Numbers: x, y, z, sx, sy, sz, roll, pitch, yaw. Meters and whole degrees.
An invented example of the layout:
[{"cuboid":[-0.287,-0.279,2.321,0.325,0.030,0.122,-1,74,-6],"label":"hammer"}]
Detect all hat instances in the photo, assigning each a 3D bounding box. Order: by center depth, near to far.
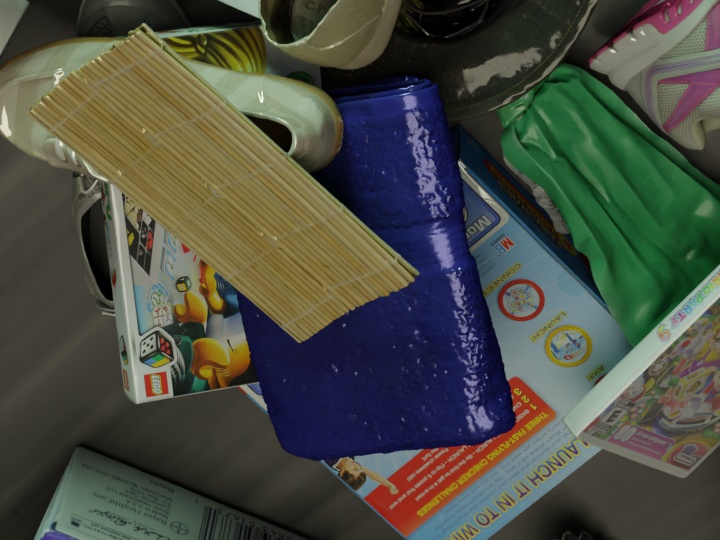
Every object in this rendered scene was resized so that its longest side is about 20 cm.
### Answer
[{"cuboid":[0.056,-0.182,1.198,0.200,0.081,0.201,4,99,22],"label":"hat"}]

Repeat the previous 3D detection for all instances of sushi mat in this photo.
[{"cuboid":[-0.068,-0.040,1.128,0.200,0.012,0.096,42,136,-24],"label":"sushi mat"}]

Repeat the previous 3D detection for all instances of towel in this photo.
[{"cuboid":[0.000,0.000,1.204,0.147,0.050,0.201,-7,105,27],"label":"towel"}]

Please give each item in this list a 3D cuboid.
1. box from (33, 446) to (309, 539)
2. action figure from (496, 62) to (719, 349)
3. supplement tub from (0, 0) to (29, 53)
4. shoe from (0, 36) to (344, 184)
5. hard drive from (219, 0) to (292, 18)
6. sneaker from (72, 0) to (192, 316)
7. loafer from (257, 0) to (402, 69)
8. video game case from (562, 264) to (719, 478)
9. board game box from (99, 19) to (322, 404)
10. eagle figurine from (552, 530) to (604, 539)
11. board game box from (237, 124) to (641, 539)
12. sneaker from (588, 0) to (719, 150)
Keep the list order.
[{"cuboid":[-0.139,0.244,1.415,0.183,0.105,0.200,23,116,-7],"label":"box"},{"cuboid":[0.139,-0.048,1.264,0.200,0.055,0.118,45,79,-21],"label":"action figure"},{"cuboid":[-0.296,-0.140,1.214,0.200,0.146,0.146,28,115,-10],"label":"supplement tub"},{"cuboid":[-0.110,-0.080,1.158,0.199,0.053,0.070,6,110,18],"label":"shoe"},{"cuboid":[-0.074,-0.245,1.177,0.132,0.027,0.201,27,121,30],"label":"hard drive"},{"cuboid":[-0.128,-0.067,1.273,0.074,0.082,0.201,1,116,3],"label":"sneaker"},{"cuboid":[-0.004,-0.190,1.120,0.076,0.068,0.201,24,118,27],"label":"loafer"},{"cuboid":[0.220,0.035,1.276,0.200,0.018,0.143,-46,146,15],"label":"video game case"},{"cuboid":[-0.079,-0.035,1.244,0.126,0.035,0.201,-9,101,-17],"label":"board game box"},{"cuboid":[0.108,0.271,1.418,0.151,0.151,0.201,-16,84,-31],"label":"eagle figurine"},{"cuboid":[0.054,0.050,1.334,0.200,0.056,0.196,-40,108,20],"label":"board game box"},{"cuboid":[0.214,-0.130,1.185,0.088,0.081,0.200,50,143,-5],"label":"sneaker"}]
